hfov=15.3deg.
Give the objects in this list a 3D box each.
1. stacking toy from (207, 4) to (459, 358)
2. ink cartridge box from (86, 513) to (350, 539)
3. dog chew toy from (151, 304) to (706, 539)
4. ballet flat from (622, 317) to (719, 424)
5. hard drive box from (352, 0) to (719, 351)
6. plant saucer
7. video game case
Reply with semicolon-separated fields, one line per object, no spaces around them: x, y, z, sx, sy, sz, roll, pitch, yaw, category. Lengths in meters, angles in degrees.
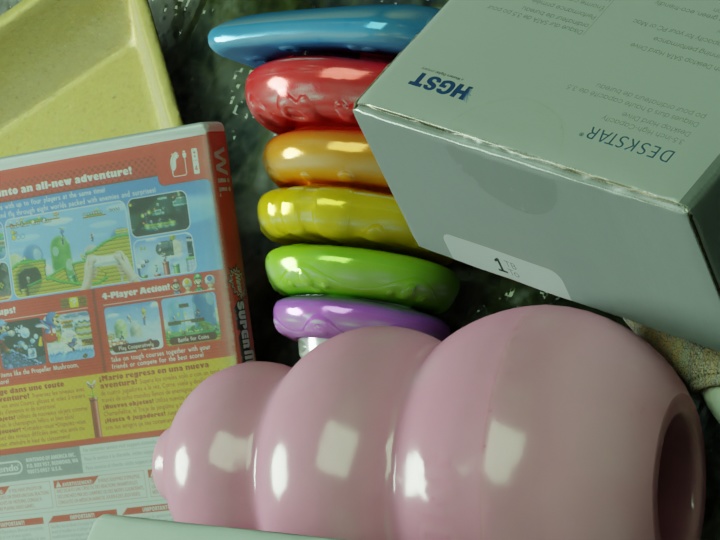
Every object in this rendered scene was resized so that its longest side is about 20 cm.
0.000;0.000;1.048;0.110;0.116;0.200;2;81;38;stacking toy
-0.015;0.167;0.872;0.200;0.083;0.147;3;59;36;ink cartridge box
0.019;0.073;0.959;0.200;0.125;0.125;1;69;23;dog chew toy
0.173;0.044;0.919;0.200;0.068;0.067;4;78;38;ballet flat
0.122;-0.082;0.961;0.156;0.077;0.200;21;59;41;hard drive box
-0.146;-0.016;1.181;0.200;0.048;0.200;-32;54;20;plant saucer
-0.105;0.049;1.080;0.143;0.017;0.200;-8;90;27;video game case
